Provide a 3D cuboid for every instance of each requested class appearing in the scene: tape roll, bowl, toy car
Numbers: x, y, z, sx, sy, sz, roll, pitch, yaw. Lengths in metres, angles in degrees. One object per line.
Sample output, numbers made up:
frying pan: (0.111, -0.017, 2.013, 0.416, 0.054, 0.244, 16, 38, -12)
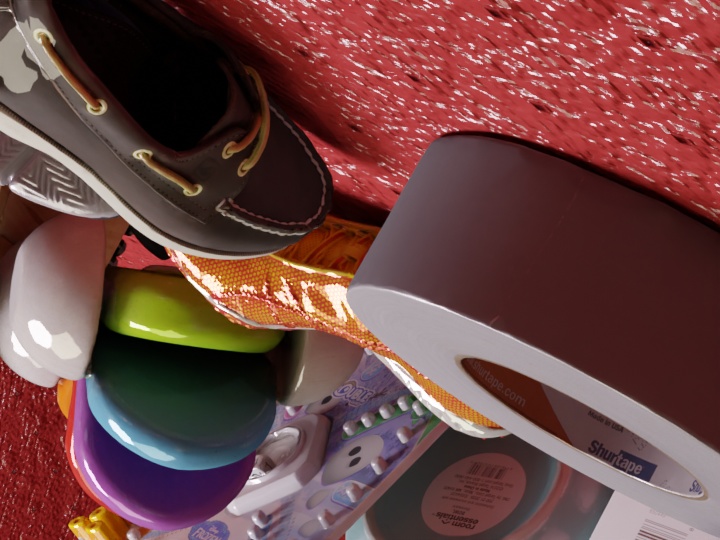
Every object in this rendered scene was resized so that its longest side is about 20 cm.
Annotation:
tape roll: (0.095, 0.030, 0.847, 0.199, 0.066, 0.200, 29, 169, 6)
bowl: (0.071, 0.144, 1.207, 0.200, 0.201, 0.105, 19, 145, 46)
toy car: (-0.098, 0.056, 1.168, 0.174, 0.151, 0.200, 8, 172, -16)

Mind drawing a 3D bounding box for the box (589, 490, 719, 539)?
box: (0.203, 0.185, 1.134, 0.200, 0.125, 0.097, 36, 168, -34)

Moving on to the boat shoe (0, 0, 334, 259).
boat shoe: (-0.072, -0.058, 0.867, 0.060, 0.072, 0.201, -10, 153, 38)

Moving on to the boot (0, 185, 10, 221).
boot: (-0.233, -0.050, 1.162, 0.175, 0.066, 0.201, 38, 135, 24)

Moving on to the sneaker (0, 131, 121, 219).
sneaker: (-0.152, -0.089, 0.966, 0.200, 0.078, 0.112, 41, 178, 13)

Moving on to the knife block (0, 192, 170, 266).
knife block: (-0.167, -0.044, 1.288, 0.064, 0.201, 0.175, 23, -147, 25)

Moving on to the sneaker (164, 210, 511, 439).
sneaker: (0.000, 0.000, 1.021, 0.199, 0.073, 0.077, 23, 147, 14)

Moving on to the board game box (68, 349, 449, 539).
board game box: (-0.048, 0.098, 1.235, 0.026, 0.200, 0.200, 53, 161, -22)
